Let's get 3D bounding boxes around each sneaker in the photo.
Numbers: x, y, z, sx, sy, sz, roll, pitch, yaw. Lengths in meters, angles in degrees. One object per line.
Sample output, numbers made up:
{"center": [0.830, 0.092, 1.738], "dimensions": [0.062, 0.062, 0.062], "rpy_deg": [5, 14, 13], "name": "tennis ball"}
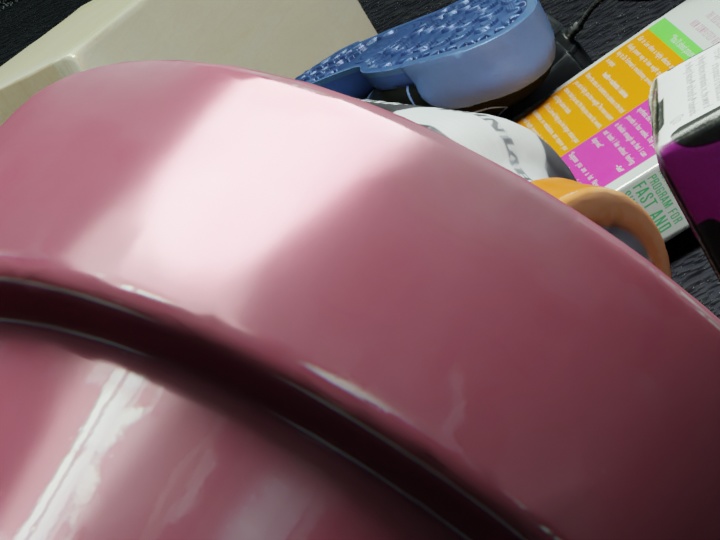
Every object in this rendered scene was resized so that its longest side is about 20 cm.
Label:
{"center": [0.029, -0.056, 1.150], "dimensions": [0.070, 0.078, 0.200], "rpy_deg": [-35, 10, -22], "name": "sneaker"}

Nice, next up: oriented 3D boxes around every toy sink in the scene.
{"center": [-0.086, -0.068, 1.359], "dimensions": [0.112, 0.131, 0.200], "rpy_deg": [-21, 16, 38], "name": "toy sink"}

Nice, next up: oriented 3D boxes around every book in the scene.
{"center": [0.065, -0.021, 1.022], "dimensions": [0.200, 0.048, 0.134], "rpy_deg": [-32, 14, 3], "name": "book"}

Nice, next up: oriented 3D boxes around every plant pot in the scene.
{"center": [-0.031, 0.094, 0.496], "dimensions": [0.200, 0.200, 0.179], "rpy_deg": [-11, 37, 56], "name": "plant pot"}

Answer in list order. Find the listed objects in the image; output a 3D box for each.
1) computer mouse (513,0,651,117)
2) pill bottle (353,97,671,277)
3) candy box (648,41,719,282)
{"center": [0.080, -0.089, 1.139], "dimensions": [0.034, 0.059, 0.200], "rpy_deg": [-45, 0, -29], "name": "computer mouse"}
{"center": [0.000, 0.000, 0.895], "dimensions": [0.200, 0.106, 0.106], "rpy_deg": [9, 39, 47], "name": "pill bottle"}
{"center": [0.172, -0.019, 0.549], "dimensions": [0.200, 0.137, 0.061], "rpy_deg": [-27, 14, 13], "name": "candy box"}
